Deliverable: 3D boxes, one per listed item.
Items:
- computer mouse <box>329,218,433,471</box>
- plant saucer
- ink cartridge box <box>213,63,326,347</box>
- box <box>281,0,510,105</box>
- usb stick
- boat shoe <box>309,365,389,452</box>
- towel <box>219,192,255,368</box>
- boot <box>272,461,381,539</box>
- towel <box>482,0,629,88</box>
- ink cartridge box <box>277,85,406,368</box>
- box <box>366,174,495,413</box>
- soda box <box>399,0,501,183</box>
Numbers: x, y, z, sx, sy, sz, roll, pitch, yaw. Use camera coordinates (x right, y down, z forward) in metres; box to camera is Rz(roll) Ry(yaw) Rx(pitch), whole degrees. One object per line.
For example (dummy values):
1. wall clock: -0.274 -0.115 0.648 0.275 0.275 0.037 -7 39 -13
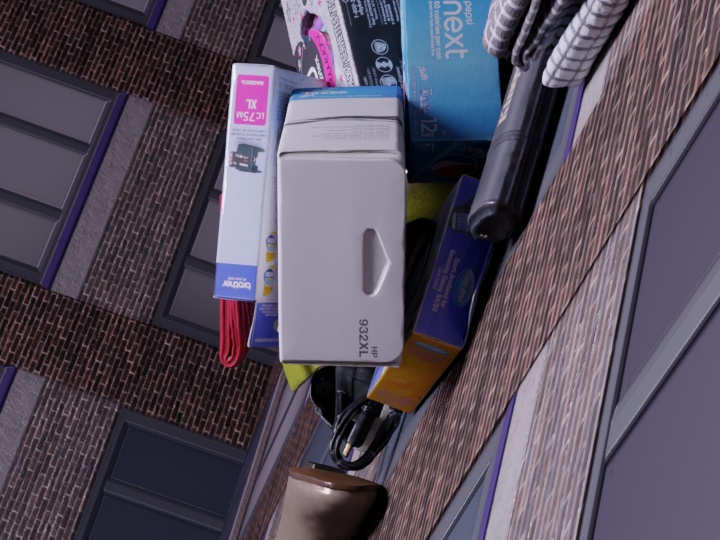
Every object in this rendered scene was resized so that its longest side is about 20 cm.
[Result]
1. computer mouse: 0.024 0.055 1.586 0.034 0.058 0.201 -8 63 66
2. plant saucer: 0.000 0.000 1.731 0.200 0.048 0.200 -50 0 -11
3. ink cartridge box: -0.066 -0.045 1.548 0.119 0.042 0.201 3 -90 -73
4. box: 0.020 -0.187 1.653 0.115 0.132 0.201 123 138 -57
5. usb stick: 0.109 -0.111 1.364 0.055 0.033 0.200 117 172 -66
6. boat shoe: -0.007 0.097 1.703 0.199 0.066 0.075 128 159 -79
7. towel: -0.066 -0.025 1.668 0.200 0.022 0.145 -49 -35 -60
8. boot: -0.036 0.221 1.593 0.200 0.070 0.147 150 133 -86
9. towel: 0.132 -0.229 1.257 0.166 0.085 0.200 116 173 -63
10. ink cartridge box: -0.011 -0.034 1.442 0.200 0.083 0.146 -86 -4 -74
11. box: 0.054 0.016 1.469 0.200 0.041 0.119 114 174 -70
12. soda box: 0.064 -0.164 1.541 0.064 0.068 0.201 91 177 -64
